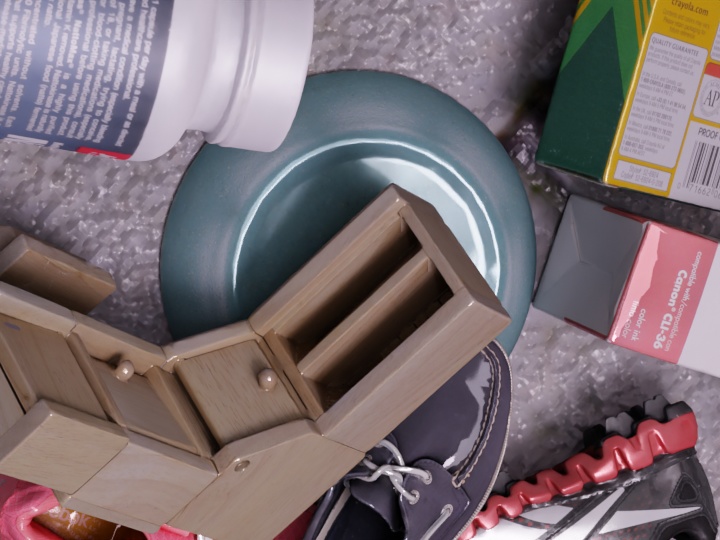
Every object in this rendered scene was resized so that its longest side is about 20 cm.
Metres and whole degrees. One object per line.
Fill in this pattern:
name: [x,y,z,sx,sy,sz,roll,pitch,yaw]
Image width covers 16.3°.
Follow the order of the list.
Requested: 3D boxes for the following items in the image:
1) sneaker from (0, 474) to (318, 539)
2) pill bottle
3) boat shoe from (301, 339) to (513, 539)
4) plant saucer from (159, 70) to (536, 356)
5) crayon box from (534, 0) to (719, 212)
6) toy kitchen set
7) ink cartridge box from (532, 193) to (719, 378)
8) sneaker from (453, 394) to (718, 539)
sneaker: [-0.094,0.138,1.242,0.200,0.087,0.074,13,96,-17]
pill bottle: [-0.130,-0.114,1.172,0.200,0.120,0.120,9,97,-16]
boat shoe: [0.017,0.115,1.228,0.073,0.063,0.200,30,82,6]
plant saucer: [0.000,0.000,1.271,0.200,0.036,0.200,-3,100,-15]
crayon box: [0.168,-0.135,1.258,0.126,0.052,0.200,10,98,-47]
toy kitchen set: [-0.081,0.000,1.160,0.180,0.163,0.200,-43,147,15]
ink cartridge box: [0.204,0.026,1.288,0.200,0.116,0.068,17,94,-17]
sneaker: [0.098,0.145,1.295,0.200,0.071,0.098,-25,84,-11]
